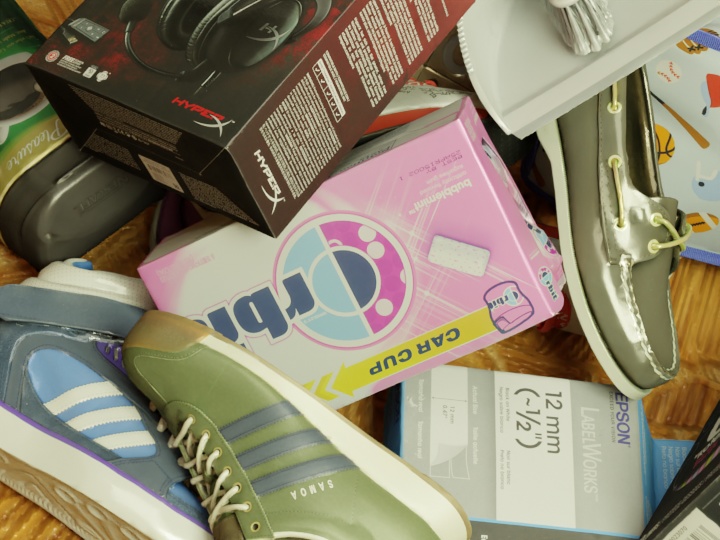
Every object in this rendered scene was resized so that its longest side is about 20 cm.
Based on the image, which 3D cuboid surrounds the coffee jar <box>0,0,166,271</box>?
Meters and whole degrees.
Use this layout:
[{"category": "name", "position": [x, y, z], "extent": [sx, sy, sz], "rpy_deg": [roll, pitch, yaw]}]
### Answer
[{"category": "coffee jar", "position": [-0.207, -0.092, 1.002], "extent": [0.104, 0.085, 0.200], "rpy_deg": [-38, 70, -21]}]

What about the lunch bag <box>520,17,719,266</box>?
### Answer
[{"category": "lunch bag", "position": [0.209, -0.100, 1.030], "extent": [0.200, 0.170, 0.124], "rpy_deg": [11, 43, -3]}]

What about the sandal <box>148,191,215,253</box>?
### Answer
[{"category": "sandal", "position": [-0.080, -0.054, 1.023], "extent": [0.082, 0.050, 0.203], "rpy_deg": [6, 57, -7]}]

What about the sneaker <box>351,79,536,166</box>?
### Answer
[{"category": "sneaker", "position": [-0.006, -0.101, 0.984], "extent": [0.201, 0.067, 0.108], "rpy_deg": [-9, 57, -9]}]

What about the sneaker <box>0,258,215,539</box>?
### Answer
[{"category": "sneaker", "position": [-0.115, 0.069, 0.920], "extent": [0.200, 0.081, 0.146], "rpy_deg": [29, 61, 15]}]

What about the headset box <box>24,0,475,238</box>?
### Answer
[{"category": "headset box", "position": [-0.048, -0.132, 0.898], "extent": [0.149, 0.077, 0.200], "rpy_deg": [25, 66, 34]}]

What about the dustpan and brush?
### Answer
[{"category": "dustpan and brush", "position": [0.099, -0.183, 0.953], "extent": [0.140, 0.057, 0.200], "rpy_deg": [-32, 45, 12]}]

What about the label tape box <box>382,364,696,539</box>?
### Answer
[{"category": "label tape box", "position": [0.112, 0.133, 0.932], "extent": [0.200, 0.066, 0.143], "rpy_deg": [6, 57, -5]}]

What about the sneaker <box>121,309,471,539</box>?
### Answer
[{"category": "sneaker", "position": [-0.049, 0.106, 0.845], "extent": [0.200, 0.067, 0.090], "rpy_deg": [33, 61, 6]}]

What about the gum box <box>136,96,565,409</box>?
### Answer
[{"category": "gum box", "position": [0.000, 0.000, 0.909], "extent": [0.200, 0.066, 0.114], "rpy_deg": [-24, 102, 14]}]

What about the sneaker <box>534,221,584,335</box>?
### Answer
[{"category": "sneaker", "position": [0.065, 0.012, 1.000], "extent": [0.201, 0.067, 0.108], "rpy_deg": [32, 59, 14]}]

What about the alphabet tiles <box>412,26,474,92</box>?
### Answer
[{"category": "alphabet tiles", "position": [-0.012, -0.168, 1.023], "extent": [0.200, 0.167, 0.008], "rpy_deg": [29, 15, 2]}]

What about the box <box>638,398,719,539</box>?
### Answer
[{"category": "box", "position": [0.244, 0.098, 0.910], "extent": [0.106, 0.122, 0.200], "rpy_deg": [39, 42, 4]}]

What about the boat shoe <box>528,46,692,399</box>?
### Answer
[{"category": "boat shoe", "position": [0.144, -0.032, 0.939], "extent": [0.060, 0.072, 0.202], "rpy_deg": [-18, 75, 28]}]
